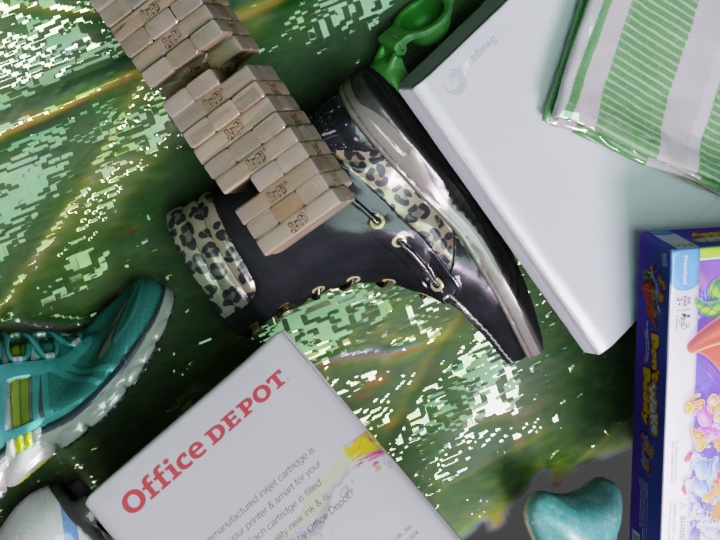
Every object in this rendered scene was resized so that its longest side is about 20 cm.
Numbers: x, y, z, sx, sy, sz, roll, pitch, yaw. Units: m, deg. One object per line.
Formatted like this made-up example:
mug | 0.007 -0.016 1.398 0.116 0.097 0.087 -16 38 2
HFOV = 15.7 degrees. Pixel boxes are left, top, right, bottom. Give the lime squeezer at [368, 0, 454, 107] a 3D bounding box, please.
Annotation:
lime squeezer | 0.043 -0.124 1.515 0.070 0.038 0.201 19 98 -20

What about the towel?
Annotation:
towel | 0.210 -0.122 1.529 0.199 0.023 0.154 20 83 -26

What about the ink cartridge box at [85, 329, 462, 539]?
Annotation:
ink cartridge box | -0.032 0.159 1.473 0.147 0.146 0.200 -40 84 -2

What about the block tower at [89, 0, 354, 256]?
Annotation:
block tower | -0.082 -0.106 1.432 0.058 0.054 0.201 -34 85 13

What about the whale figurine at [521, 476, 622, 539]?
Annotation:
whale figurine | 0.149 0.231 1.597 0.158 0.103 0.202 -6 95 -39

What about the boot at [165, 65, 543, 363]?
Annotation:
boot | -0.001 -0.001 1.511 0.153 0.074 0.204 -32 114 11

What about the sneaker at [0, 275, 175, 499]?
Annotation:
sneaker | -0.190 0.067 1.481 0.200 0.078 0.080 -38 102 -4

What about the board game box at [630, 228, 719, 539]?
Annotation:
board game box | 0.230 0.075 1.533 0.133 0.045 0.202 -5 105 -18

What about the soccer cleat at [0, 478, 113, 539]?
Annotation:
soccer cleat | -0.142 0.213 1.537 0.086 0.070 0.200 -40 105 1

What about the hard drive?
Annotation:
hard drive | 0.124 -0.070 1.518 0.132 0.026 0.200 -44 112 -18
